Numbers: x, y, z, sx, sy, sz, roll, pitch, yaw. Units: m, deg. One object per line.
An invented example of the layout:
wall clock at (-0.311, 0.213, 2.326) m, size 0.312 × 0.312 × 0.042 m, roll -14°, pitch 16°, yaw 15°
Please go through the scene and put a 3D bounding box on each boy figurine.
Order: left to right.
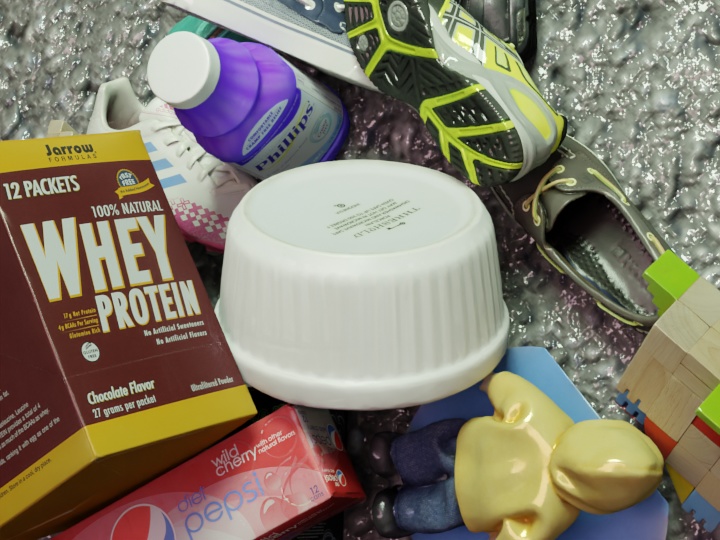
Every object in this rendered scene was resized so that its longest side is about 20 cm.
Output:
boy figurine at (0.096, 0.121, 0.951) m, size 0.198 × 0.064 × 0.126 m, roll -13°, pitch 75°, yaw 35°

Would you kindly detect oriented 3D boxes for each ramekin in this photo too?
ramekin at (0.000, 0.000, 0.984) m, size 0.200 × 0.202 × 0.096 m, roll 12°, pitch 118°, yaw 25°

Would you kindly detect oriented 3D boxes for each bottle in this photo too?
bottle at (-0.077, -0.113, 1.044) m, size 0.065 × 0.200 × 0.084 m, roll 44°, pitch 98°, yaw 23°

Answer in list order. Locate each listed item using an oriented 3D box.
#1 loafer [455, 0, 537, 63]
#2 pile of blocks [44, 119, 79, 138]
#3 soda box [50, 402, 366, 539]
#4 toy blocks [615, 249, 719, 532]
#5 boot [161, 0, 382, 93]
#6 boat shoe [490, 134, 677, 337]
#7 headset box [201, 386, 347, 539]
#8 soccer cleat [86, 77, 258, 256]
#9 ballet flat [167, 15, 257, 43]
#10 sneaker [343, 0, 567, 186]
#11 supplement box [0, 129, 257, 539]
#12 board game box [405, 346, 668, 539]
loafer at (0.085, -0.241, 1.062) m, size 0.069 × 0.068 × 0.204 m, roll -2°, pitch 85°, yaw 13°
pile of blocks at (-0.168, -0.021, 1.105) m, size 0.061 × 0.202 × 0.083 m, roll 1°, pitch 41°, yaw 24°
soda box at (-0.100, 0.162, 0.987) m, size 0.199 × 0.063 × 0.071 m, roll -31°, pitch 71°, yaw 16°
toy blocks at (0.228, 0.102, 0.917) m, size 0.200 × 0.137 × 0.100 m, roll 42°, pitch 59°, yaw 16°
boot at (-0.034, -0.193, 1.061) m, size 0.198 × 0.073 × 0.091 m, roll 21°, pitch 94°, yaw -17°
boat shoe at (0.146, -0.037, 1.009) m, size 0.072 × 0.060 × 0.201 m, roll -48°, pitch 67°, yaw 10°
headset box at (-0.104, 0.172, 1.073) m, size 0.172 × 0.093 × 0.203 m, roll 0°, pitch 82°, yaw 23°
soccer cleat at (-0.129, -0.078, 1.121) m, size 0.198 × 0.070 × 0.087 m, roll 27°, pitch 123°, yaw 26°
ballet flat at (-0.073, -0.206, 1.133) m, size 0.199 × 0.067 × 0.071 m, roll -36°, pitch 50°, yaw 13°
sneaker at (0.060, -0.140, 1.017) m, size 0.201 × 0.076 × 0.076 m, roll 56°, pitch 136°, yaw 18°
supplement box at (-0.204, 0.049, 0.966) m, size 0.197 × 0.132 × 0.202 m, roll -35°, pitch 74°, yaw 39°
board game box at (0.114, 0.156, 1.010) m, size 0.158 × 0.039 × 0.201 m, roll -46°, pitch 62°, yaw 17°
